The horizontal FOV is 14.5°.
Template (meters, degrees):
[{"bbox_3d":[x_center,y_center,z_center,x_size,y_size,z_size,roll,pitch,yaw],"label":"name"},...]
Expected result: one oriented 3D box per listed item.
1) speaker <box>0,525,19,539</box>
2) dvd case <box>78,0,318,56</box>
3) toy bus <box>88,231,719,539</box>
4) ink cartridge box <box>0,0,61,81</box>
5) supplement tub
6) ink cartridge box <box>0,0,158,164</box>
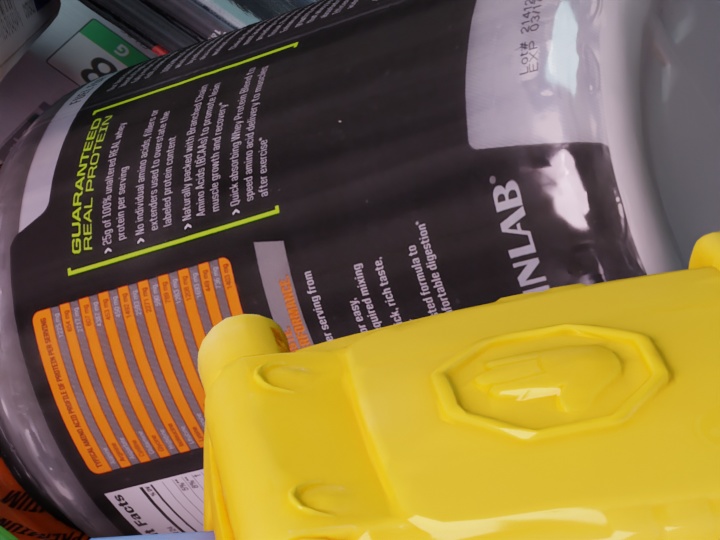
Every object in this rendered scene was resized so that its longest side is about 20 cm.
[{"bbox_3d":[-0.120,0.077,0.597,0.200,0.089,0.088,34,55,23],"label":"speaker"},{"bbox_3d":[0.000,-0.049,0.773,0.022,0.200,0.146,-52,12,13],"label":"dvd case"},{"bbox_3d":[0.016,0.105,0.500,0.192,0.200,0.136,-6,25,-9],"label":"toy bus"},{"bbox_3d":[-0.175,-0.039,0.674,0.200,0.043,0.196,-18,10,0],"label":"ink cartridge box"},{"bbox_3d":[0.000,0.000,0.639,0.200,0.123,0.123,-15,26,33],"label":"supplement tub"},{"bbox_3d":[-0.069,0.025,0.743,0.200,0.161,0.050,-50,-5,-47],"label":"ink cartridge box"}]
